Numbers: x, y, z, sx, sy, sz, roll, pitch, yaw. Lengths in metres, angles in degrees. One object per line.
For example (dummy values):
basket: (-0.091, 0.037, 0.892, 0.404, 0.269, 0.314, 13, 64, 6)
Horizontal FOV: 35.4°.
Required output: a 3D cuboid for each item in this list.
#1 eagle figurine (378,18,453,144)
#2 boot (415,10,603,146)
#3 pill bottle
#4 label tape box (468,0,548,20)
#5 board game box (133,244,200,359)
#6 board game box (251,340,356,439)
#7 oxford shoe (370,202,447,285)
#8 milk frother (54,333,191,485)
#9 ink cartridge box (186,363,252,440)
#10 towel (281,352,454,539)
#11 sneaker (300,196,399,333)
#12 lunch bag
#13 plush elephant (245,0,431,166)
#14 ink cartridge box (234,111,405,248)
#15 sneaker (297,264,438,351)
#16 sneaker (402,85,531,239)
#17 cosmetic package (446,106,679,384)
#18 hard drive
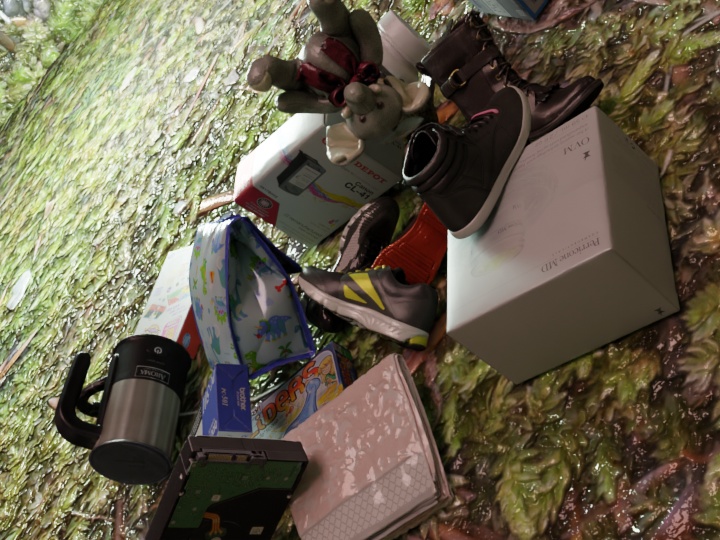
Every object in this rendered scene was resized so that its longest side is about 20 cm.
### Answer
eagle figurine: (0.074, -0.221, 1.484, 0.151, 0.152, 0.200, 115, 140, -67)
boot: (0.170, -0.232, 1.340, 0.200, 0.174, 0.069, -30, -1, 36)
pill bottle: (0.011, -0.273, 1.647, 0.200, 0.114, 0.114, -46, 32, 13)
label tape box: (0.213, -0.434, 1.583, 0.143, 0.066, 0.200, -54, 29, -1)
board game box: (-0.287, 0.052, 1.800, 0.153, 0.040, 0.200, -12, 51, 48)
board game box: (-0.083, 0.196, 1.396, 0.200, 0.034, 0.135, -42, 34, 19)
oxford shoe: (0.077, -0.027, 1.390, 0.200, 0.071, 0.073, -50, -3, 19)
milk frother: (-0.347, 0.223, 1.654, 0.200, 0.180, 0.188, 95, 180, -49)
ink cartridge box: (-0.178, 0.207, 1.405, 0.200, 0.044, 0.094, 118, 152, -50)
towel: (-0.005, 0.217, 1.240, 0.200, 0.032, 0.191, -39, 47, 22)
sneaker: (0.000, 0.000, 1.451, 0.200, 0.066, 0.090, -56, 34, 4)
lunch bag: (-0.153, 0.028, 1.467, 0.127, 0.200, 0.170, -21, 7, -23)
plush elephant: (-0.013, -0.223, 1.381, 0.165, 0.200, 0.155, -46, 59, 7)
ink cartridge box: (-0.058, -0.138, 1.564, 0.200, 0.148, 0.086, -35, 36, 37)
sneaker: (0.014, 0.028, 1.359, 0.200, 0.074, 0.085, 25, 84, 32)
sneaker: (0.111, -0.139, 1.175, 0.071, 0.099, 0.200, -16, 41, 50)
cosmetic package: (0.199, -0.023, 1.152, 0.199, 0.123, 0.200, -31, 40, 33)
hard drive: (-0.157, 0.269, 1.262, 0.200, 0.140, 0.038, -65, 34, 29)
